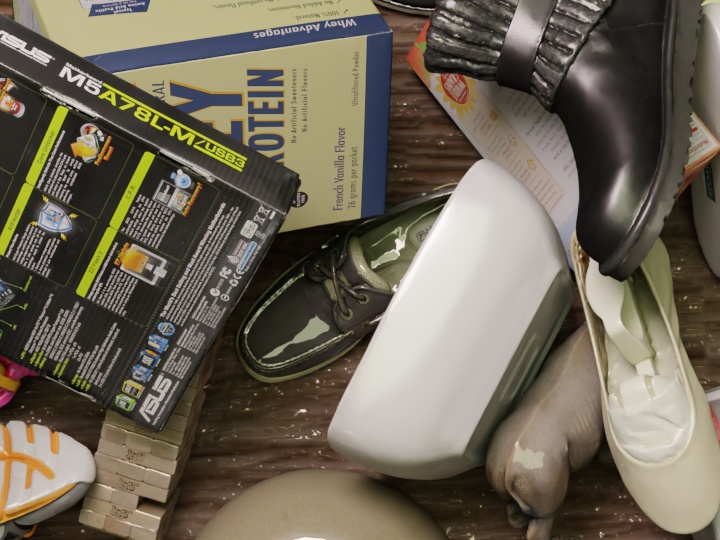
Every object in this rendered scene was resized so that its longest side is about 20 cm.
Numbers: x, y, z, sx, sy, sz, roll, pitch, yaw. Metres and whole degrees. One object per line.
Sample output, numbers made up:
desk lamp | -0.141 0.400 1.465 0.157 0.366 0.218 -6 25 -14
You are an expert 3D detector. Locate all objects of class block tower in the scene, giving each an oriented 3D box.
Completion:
block tower | -0.128 0.078 1.124 0.057 0.054 0.202 16 106 4

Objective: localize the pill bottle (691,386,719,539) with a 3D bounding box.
pill bottle | 0.301 0.110 1.113 0.198 0.114 0.115 -17 77 -1

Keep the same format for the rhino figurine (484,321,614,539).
rhino figurine | 0.139 0.083 1.124 0.059 0.088 0.200 11 49 32

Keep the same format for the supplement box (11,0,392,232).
supplement box | -0.105 -0.128 1.108 0.198 0.135 0.200 -11 40 -15

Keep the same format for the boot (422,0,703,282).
boot | 0.110 -0.105 1.035 0.156 0.080 0.213 16 61 -7

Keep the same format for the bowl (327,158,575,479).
bowl | 0.069 0.044 1.088 0.074 0.200 0.201 27 86 14

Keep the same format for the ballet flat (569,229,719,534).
ballet flat | 0.166 0.058 1.062 0.069 0.070 0.202 -12 67 -1

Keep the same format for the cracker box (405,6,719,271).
cracker box | 0.128 -0.111 1.158 0.057 0.134 0.201 -29 76 -31

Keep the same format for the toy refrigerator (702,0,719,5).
toy refrigerator | 0.272 -0.173 1.204 0.199 0.070 0.076 -35 78 -6

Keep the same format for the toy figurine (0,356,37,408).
toy figurine | -0.196 0.011 1.161 0.182 0.150 0.202 -6 96 -9

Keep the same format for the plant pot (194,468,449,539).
plant pot | -0.028 0.215 1.092 0.198 0.135 0.202 -1 76 3

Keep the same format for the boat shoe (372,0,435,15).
boat shoe | -0.005 -0.251 1.238 0.201 0.063 0.074 38 75 8

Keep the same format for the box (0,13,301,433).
box | -0.159 -0.020 1.006 0.192 0.201 0.048 28 38 -5

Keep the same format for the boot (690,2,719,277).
boot | 0.261 -0.092 1.140 0.090 0.201 0.073 -20 39 -10

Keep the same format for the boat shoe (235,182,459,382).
boat shoe | 0.001 0.001 1.175 0.200 0.066 0.072 -33 78 -5

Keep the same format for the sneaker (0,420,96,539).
sneaker | -0.253 0.162 1.129 0.199 0.077 0.079 -22 37 13
